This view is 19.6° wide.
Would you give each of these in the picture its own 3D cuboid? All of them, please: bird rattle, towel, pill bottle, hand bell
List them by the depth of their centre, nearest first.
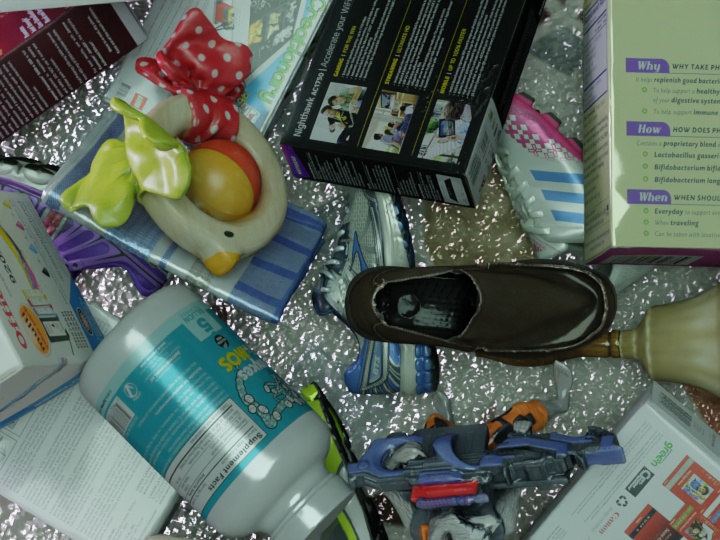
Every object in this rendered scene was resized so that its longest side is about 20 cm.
[{"bbox_3d":[-0.098,0.113,1.488,0.200,0.111,0.111,44,86,8],"label":"pill bottle"},{"bbox_3d":[-0.122,-0.082,1.522,0.112,0.200,0.163,-35,102,33],"label":"bird rattle"},{"bbox_3d":[-0.128,-0.043,1.554,0.199,0.147,0.024,28,122,0],"label":"towel"},{"bbox_3d":[0.184,0.056,1.563,0.199,0.104,0.105,-2,82,13],"label":"hand bell"}]

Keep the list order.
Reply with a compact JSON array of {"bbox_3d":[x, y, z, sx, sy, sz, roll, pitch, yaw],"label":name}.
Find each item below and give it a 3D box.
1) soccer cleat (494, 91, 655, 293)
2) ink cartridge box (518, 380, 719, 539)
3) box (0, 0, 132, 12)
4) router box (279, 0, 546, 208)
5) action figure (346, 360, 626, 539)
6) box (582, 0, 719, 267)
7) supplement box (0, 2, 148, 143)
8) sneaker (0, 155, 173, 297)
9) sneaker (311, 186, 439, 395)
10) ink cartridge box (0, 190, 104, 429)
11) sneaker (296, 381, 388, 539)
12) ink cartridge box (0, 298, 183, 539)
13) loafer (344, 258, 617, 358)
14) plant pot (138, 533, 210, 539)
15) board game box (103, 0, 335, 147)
[{"bbox_3d":[0.140,-0.061,1.576,0.200,0.070,0.086,42,86,6],"label":"soccer cleat"},{"bbox_3d":[0.213,0.216,1.504,0.175,0.084,0.200,40,103,4],"label":"ink cartridge box"},{"bbox_3d":[-0.209,-0.284,1.545,0.151,0.200,0.107,-5,122,1],"label":"box"},{"bbox_3d":[0.043,-0.153,1.555,0.148,0.051,0.201,11,64,20],"label":"router box"},{"bbox_3d":[0.103,0.145,1.480,0.199,0.194,0.105,-2,121,24],"label":"action figure"},{"bbox_3d":[0.255,-0.106,1.513,0.175,0.097,0.201,1,83,-6],"label":"box"},{"bbox_3d":[-0.269,-0.157,1.578,0.200,0.109,0.061,-37,124,-5],"label":"supplement box"},{"bbox_3d":[-0.233,-0.034,1.587,0.199,0.081,0.084,20,95,7],"label":"sneaker"},{"bbox_3d":[0.000,0.000,1.573,0.085,0.077,0.201,-12,82,5],"label":"sneaker"},{"bbox_3d":[-0.292,0.037,1.460,0.144,0.200,0.148,-30,84,9],"label":"ink cartridge box"},{"bbox_3d":[-0.030,0.189,1.559,0.081,0.074,0.201,-22,76,9],"label":"sneaker"},{"bbox_3d":[-0.213,0.109,1.579,0.199,0.050,0.162,30,88,8],"label":"ink cartridge box"},{"bbox_3d":[0.089,0.031,1.506,0.199,0.071,0.074,-3,92,-4],"label":"loafer"},{"bbox_3d":[-0.119,0.294,1.495,0.199,0.201,0.185,11,72,4],"label":"plant pot"},{"bbox_3d":[-0.098,-0.190,1.620,0.126,0.035,0.201,27,85,6],"label":"board game box"}]
